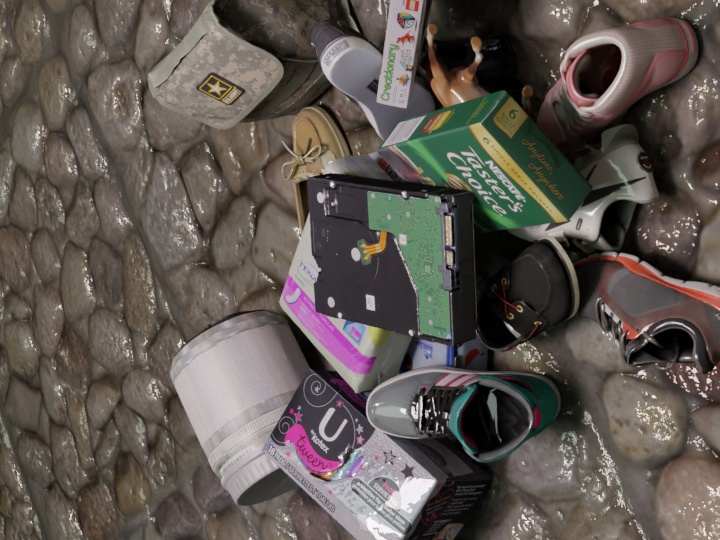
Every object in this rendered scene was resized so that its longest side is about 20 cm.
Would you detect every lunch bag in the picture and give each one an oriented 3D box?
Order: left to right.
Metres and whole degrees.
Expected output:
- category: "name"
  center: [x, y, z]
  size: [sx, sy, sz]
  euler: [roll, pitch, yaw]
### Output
- category: "lunch bag"
  center: [-0.120, -0.236, 1.561]
  size: [0.164, 0.199, 0.119]
  euler: [-35, 73, 49]
- category: "lunch bag"
  center: [0.057, 0.061, 1.525]
  size: [0.199, 0.075, 0.162]
  euler: [25, 121, 47]

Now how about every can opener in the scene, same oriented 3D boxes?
- category: "can opener"
  center: [0.084, -0.207, 1.421]
  size: [0.199, 0.063, 0.079]
  euler: [23, 118, 46]

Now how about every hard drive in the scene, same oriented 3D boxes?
- category: "hard drive"
  center: [0.028, -0.015, 1.340]
  size: [0.199, 0.038, 0.141]
  euler: [11, 109, 49]

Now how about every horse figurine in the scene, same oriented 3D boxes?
- category: "horse figurine"
  center: [0.117, -0.147, 1.291]
  size: [0.200, 0.050, 0.133]
  euler: [45, 165, 14]

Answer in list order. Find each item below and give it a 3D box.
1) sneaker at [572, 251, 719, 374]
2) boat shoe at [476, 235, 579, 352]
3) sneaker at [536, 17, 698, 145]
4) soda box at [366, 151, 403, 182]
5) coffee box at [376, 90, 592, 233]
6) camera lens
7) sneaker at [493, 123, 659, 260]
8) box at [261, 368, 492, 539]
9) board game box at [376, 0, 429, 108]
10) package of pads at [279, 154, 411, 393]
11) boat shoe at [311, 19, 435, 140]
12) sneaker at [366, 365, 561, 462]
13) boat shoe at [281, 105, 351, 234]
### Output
- category: "sneaker"
  center: [0.244, 0.042, 1.256]
  size: [0.199, 0.082, 0.077]
  euler: [13, 143, 49]
- category: "boat shoe"
  center: [0.155, 0.028, 1.336]
  size: [0.074, 0.063, 0.202]
  euler: [63, 164, 13]
- category: "sneaker"
  center: [0.198, -0.159, 1.259]
  size: [0.200, 0.104, 0.076]
  euler: [-37, 73, 51]
- category: "soda box"
  center: [0.086, -0.104, 1.440]
  size: [0.199, 0.068, 0.064]
  euler: [-14, 81, 52]
- category: "coffee box"
  center: [0.106, -0.091, 1.271]
  size: [0.123, 0.044, 0.200]
  euler: [46, 160, -18]
- category: "camera lens"
  center: [-0.128, 0.161, 1.713]
  size: [0.160, 0.159, 0.201]
  euler: [-48, 63, 46]
- category: "sneaker"
  center: [0.198, -0.045, 1.314]
  size: [0.200, 0.074, 0.089]
  euler: [-45, 64, 48]
- category: "box"
  center: [0.018, 0.207, 1.526]
  size: [0.200, 0.132, 0.115]
  euler: [38, 104, 30]
- category: "board game box"
  center: [0.052, -0.268, 1.347]
  size: [0.127, 0.034, 0.201]
  euler: [98, -176, -46]
- category: "package of pads"
  center: [0.000, 0.000, 1.462]
  size: [0.155, 0.068, 0.201]
  euler: [47, 131, 34]
- category: "boat shoe"
  center: [0.009, -0.193, 1.434]
  size: [0.070, 0.200, 0.066]
  euler: [-42, 57, 13]
- category: "sneaker"
  center: [0.092, 0.141, 1.388]
  size: [0.198, 0.121, 0.085]
  euler: [-5, 93, 14]
- category: "boat shoe"
  center: [-0.047, -0.089, 1.620]
  size: [0.073, 0.062, 0.202]
  euler: [-19, 85, 53]
